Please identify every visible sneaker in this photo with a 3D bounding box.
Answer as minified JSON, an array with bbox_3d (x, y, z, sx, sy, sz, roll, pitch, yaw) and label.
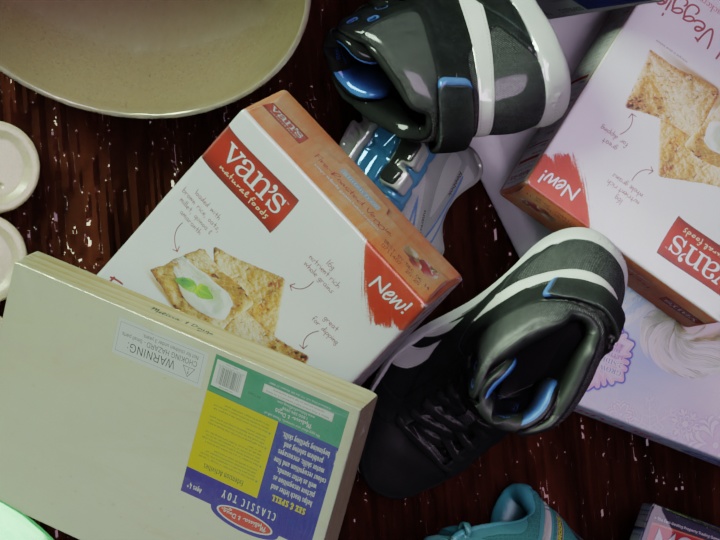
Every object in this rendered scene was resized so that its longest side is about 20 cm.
[{"bbox_3d":[0.021,-0.151,1.257,0.111,0.073,0.201,-15,56,-21],"label":"sneaker"},{"bbox_3d":[0.055,0.179,1.278,0.080,0.077,0.200,55,37,3],"label":"sneaker"},{"bbox_3d":[0.057,0.067,1.248,0.073,0.112,0.200,39,115,-8],"label":"sneaker"},{"bbox_3d":[0.000,0.000,1.304,0.200,0.075,0.087,-52,133,2],"label":"sneaker"}]

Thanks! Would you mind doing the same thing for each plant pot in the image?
[{"bbox_3d":[-0.116,-0.197,1.233,0.199,0.201,0.135,19,47,-13],"label":"plant pot"}]

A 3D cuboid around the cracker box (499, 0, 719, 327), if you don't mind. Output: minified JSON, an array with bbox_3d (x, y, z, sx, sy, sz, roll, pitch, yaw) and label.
[{"bbox_3d":[0.186,-0.088,1.301,0.133,0.058,0.201,34,80,-8],"label":"cracker box"}]

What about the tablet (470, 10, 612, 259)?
[{"bbox_3d":[0.139,-0.051,1.365,0.129,0.014,0.201,-28,96,-14],"label":"tablet"}]

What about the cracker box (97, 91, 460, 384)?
[{"bbox_3d":[-0.064,0.027,1.218,0.134,0.058,0.200,46,115,6],"label":"cracker box"}]

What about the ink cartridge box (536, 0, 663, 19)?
[{"bbox_3d":[0.141,-0.235,1.274,0.040,0.199,0.201,24,83,-18],"label":"ink cartridge box"}]

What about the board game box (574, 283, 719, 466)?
[{"bbox_3d":[0.212,0.008,1.352,0.199,0.041,0.201,20,83,-12],"label":"board game box"}]

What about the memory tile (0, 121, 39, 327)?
[{"bbox_3d":[-0.255,0.011,1.264,0.152,0.017,0.202,8,87,-14],"label":"memory tile"}]

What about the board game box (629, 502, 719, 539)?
[{"bbox_3d":[0.227,0.213,1.354,0.199,0.062,0.201,23,82,-12],"label":"board game box"}]

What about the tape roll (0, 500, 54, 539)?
[{"bbox_3d":[-0.227,0.211,1.204,0.198,0.048,0.202,-2,67,4],"label":"tape roll"}]

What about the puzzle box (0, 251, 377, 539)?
[{"bbox_3d":[-0.098,0.087,1.195,0.199,0.025,0.134,23,112,16],"label":"puzzle box"}]
